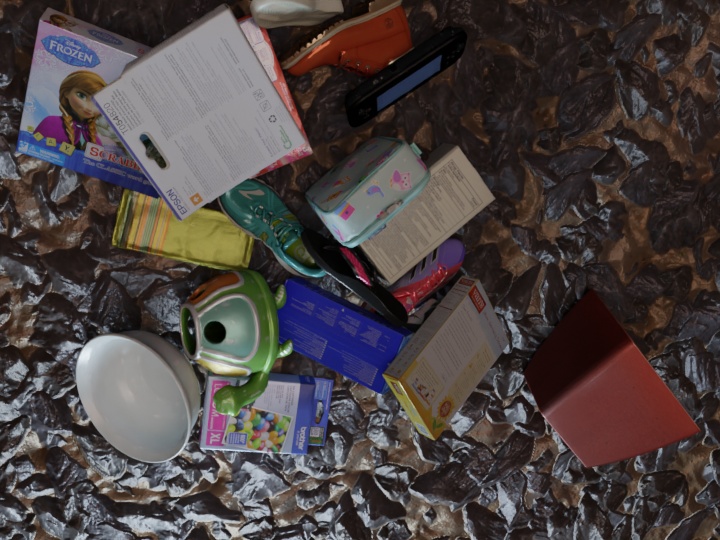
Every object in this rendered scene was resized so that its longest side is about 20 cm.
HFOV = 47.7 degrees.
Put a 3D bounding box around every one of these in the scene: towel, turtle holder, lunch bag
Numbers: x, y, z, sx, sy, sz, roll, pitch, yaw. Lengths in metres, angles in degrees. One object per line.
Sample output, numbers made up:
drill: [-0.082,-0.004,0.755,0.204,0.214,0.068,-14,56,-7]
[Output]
towel: [-0.253,-0.054,1.180,0.198,0.018,0.087,13,101,-14]
turtle holder: [-0.186,0.094,1.160,0.131,0.141,0.187,-8,122,-34]
lunch bag: [0.011,-0.115,1.124,0.160,0.200,0.077,-39,109,-2]

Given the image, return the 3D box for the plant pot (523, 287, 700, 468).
plant pot: [0.373,0.184,1.282,0.176,0.200,0.200,-37,108,13]

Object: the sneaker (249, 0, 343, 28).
sneaker: [-0.092,-0.369,1.062,0.074,0.200,0.085,-16,98,24]

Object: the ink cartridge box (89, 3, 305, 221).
ink cartridge box: [-0.200,-0.194,1.025,0.199,0.041,0.200,-32,121,-2]

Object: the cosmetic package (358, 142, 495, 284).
cosmetic package: [0.084,-0.086,1.204,0.199,0.087,0.104,-38,106,0]

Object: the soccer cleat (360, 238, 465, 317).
soccer cleat: [0.083,0.027,1.236,0.199,0.076,0.067,-36,109,0]

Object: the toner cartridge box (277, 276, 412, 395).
toner cartridge box: [-0.032,0.093,1.193,0.199,0.043,0.096,26,103,17]

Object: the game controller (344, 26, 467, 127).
game controller: [0.064,-0.270,1.151,0.199,0.104,0.042,-33,75,-2]

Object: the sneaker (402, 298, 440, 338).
sneaker: [0.132,0.123,1.266,0.130,0.079,0.199,-48,119,-11]

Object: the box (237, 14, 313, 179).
box: [-0.148,-0.238,1.117,0.099,0.096,0.201,-23,106,-4]

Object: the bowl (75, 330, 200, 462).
bowl: [-0.300,0.164,1.164,0.199,0.090,0.203,11,116,23]

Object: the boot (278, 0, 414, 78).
boot: [-0.014,-0.303,1.138,0.199,0.075,0.108,-29,113,-11]

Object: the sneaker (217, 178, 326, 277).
sneaker: [-0.117,-0.063,1.167,0.200,0.080,0.078,41,85,-21]

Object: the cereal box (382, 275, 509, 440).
cereal box: [0.130,0.127,1.190,0.200,0.039,0.144,-48,129,-23]

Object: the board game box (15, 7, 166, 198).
board game box: [-0.333,-0.212,1.070,0.198,0.041,0.200,18,127,-14]

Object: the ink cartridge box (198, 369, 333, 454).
ink cartridge box: [-0.143,0.219,1.256,0.198,0.042,0.121,6,102,-14]

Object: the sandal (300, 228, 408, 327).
sandal: [0.000,0.000,1.159,0.200,0.075,0.045,39,114,-10]
